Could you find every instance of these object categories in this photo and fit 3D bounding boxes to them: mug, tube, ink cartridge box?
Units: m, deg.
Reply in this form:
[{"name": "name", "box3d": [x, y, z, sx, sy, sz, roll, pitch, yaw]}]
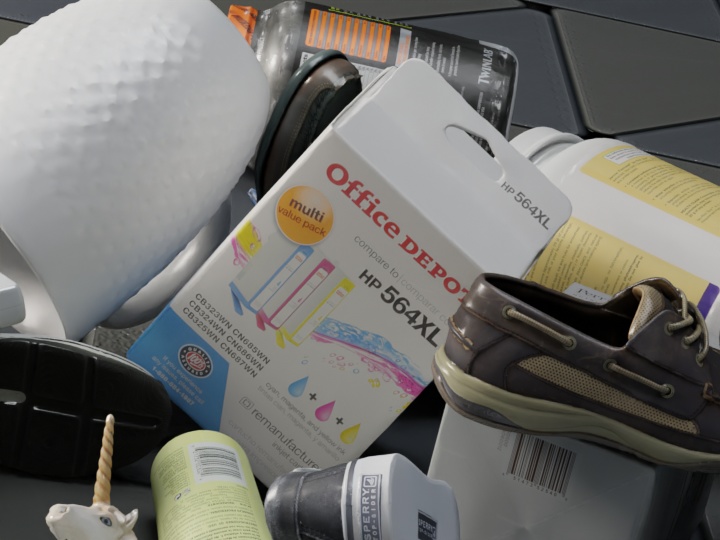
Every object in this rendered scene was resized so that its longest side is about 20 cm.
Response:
[{"name": "mug", "box3d": [-0.134, -0.051, 1.461, 0.175, 0.200, 0.148, -41, 48, -19]}, {"name": "tube", "box3d": [-0.065, 0.145, 1.269, 0.052, 0.058, 0.200, 28, 17, -22]}, {"name": "ink cartridge box", "box3d": [0.000, 0.000, 1.408, 0.129, 0.200, 0.125, 42, 24, -1]}]

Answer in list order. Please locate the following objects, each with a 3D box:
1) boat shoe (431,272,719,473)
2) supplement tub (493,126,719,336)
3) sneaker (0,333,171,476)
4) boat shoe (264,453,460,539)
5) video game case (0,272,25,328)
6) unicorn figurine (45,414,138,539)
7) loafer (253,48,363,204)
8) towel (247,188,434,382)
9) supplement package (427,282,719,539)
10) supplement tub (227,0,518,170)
[{"name": "boat shoe", "box3d": [0.136, 0.045, 1.296, 0.199, 0.074, 0.075, 9, 23, -14]}, {"name": "supplement tub", "box3d": [0.168, 0.008, 1.610, 0.200, 0.146, 0.145, 28, 26, 31]}, {"name": "sneaker", "box3d": [-0.197, 0.043, 1.399, 0.200, 0.076, 0.115, 7, 24, -9]}, {"name": "boat shoe", "box3d": [0.003, 0.129, 1.244, 0.068, 0.072, 0.200, -2, -15, 13]}, {"name": "video game case", "box3d": [-0.286, 0.021, 1.343, 0.199, 0.023, 0.182, -15, 17, -21]}, {"name": "unicorn figurine", "box3d": [-0.120, 0.161, 1.177, 0.137, 0.074, 0.200, -7, 42, -44]}, {"name": "loafer", "box3d": [-0.023, -0.031, 1.521, 0.063, 0.200, 0.072, 38, 43, 25]}, {"name": "towel", "box3d": [0.018, 0.013, 1.607, 0.112, 0.049, 0.200, 35, 3, -42]}, {"name": "supplement package", "box3d": [0.116, 0.098, 1.405, 0.113, 0.110, 0.200, 20, 22, 15]}, {"name": "supplement tub", "box3d": [-0.001, -0.112, 1.832, 0.199, 0.123, 0.123, 13, 22, -3]}]
